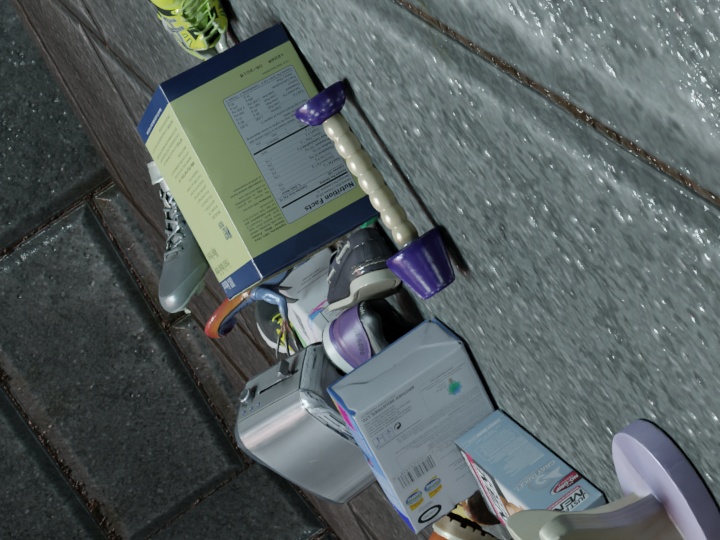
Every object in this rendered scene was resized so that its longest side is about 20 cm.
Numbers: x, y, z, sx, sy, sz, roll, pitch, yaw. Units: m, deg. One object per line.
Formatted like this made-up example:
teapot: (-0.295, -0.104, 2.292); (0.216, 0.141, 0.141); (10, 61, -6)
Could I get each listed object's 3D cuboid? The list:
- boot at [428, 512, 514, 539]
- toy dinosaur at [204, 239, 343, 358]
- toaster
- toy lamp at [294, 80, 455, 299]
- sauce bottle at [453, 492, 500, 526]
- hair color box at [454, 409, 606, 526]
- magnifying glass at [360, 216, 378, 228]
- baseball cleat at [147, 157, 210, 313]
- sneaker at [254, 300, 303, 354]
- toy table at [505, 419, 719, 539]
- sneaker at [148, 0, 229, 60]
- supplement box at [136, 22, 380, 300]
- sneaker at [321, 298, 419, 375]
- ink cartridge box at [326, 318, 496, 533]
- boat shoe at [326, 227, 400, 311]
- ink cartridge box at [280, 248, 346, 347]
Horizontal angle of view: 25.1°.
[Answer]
boot: (0.150, 0.342, 1.738); (0.198, 0.108, 0.075); (24, 178, -15)
toy dinosaur: (-0.106, -0.004, 1.788); (0.105, 0.180, 0.202); (-126, 11, -79)
toaster: (-0.028, 0.166, 1.742); (0.199, 0.129, 0.114); (34, -138, -22)
toy lamp: (0.015, -0.066, 1.415); (0.201, 0.058, 0.058); (56, 170, 1)
sauce bottle: (0.125, 0.252, 1.852); (0.066, 0.066, 0.200); (57, 171, -5)
hair color box: (0.174, 0.223, 1.552); (0.100, 0.060, 0.200); (62, 167, -28)
magnifying glass: (-0.043, -0.115, 1.639); (0.200, 0.022, 0.080); (46, 165, 37)
baseball cleat: (-0.189, -0.058, 1.672); (0.106, 0.202, 0.069); (37, 142, -31)
sneaker: (-0.082, 0.085, 2.308); (0.200, 0.074, 0.085); (38, 155, 35)
toy table: (0.206, 0.218, 1.245); (0.184, 0.117, 0.201); (41, 162, 56)
sneaker: (-0.166, -0.268, 1.623); (0.076, 0.075, 0.200); (47, 178, 10)
supplement box: (-0.103, -0.098, 1.561); (0.201, 0.133, 0.200); (61, 165, 0)
sneaker: (0.058, 0.108, 1.698); (0.199, 0.087, 0.076); (38, -140, -19)
ink cartridge box: (0.071, 0.170, 1.649); (0.201, 0.136, 0.076); (62, 171, -29)
boat shoe: (0.000, 0.000, 1.695); (0.200, 0.072, 0.063); (132, 122, -77)
ink cartridge box: (-0.006, 0.083, 1.881); (0.200, 0.084, 0.146); (44, 164, 47)
